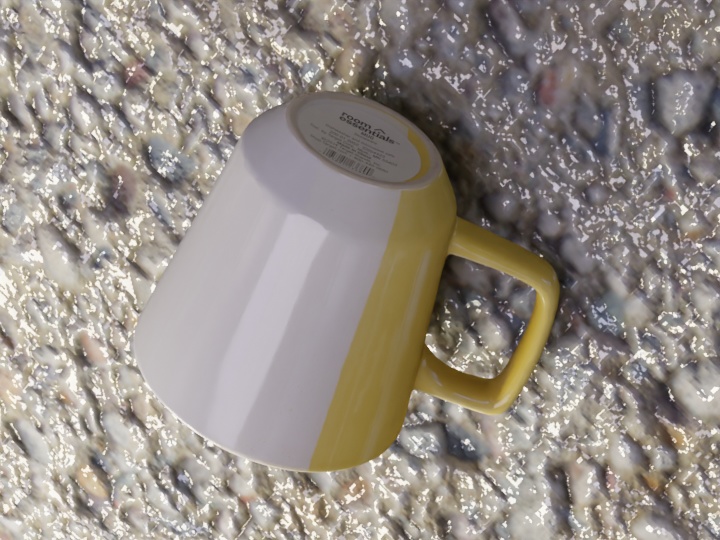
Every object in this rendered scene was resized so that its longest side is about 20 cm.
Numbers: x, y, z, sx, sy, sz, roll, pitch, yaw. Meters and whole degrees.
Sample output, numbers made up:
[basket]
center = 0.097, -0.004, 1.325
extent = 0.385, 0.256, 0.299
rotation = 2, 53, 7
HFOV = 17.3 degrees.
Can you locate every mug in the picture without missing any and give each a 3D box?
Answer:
[mug]
center = -0.008, -0.005, 1.211
extent = 0.150, 0.185, 0.154
rotation = 53, 133, 40
